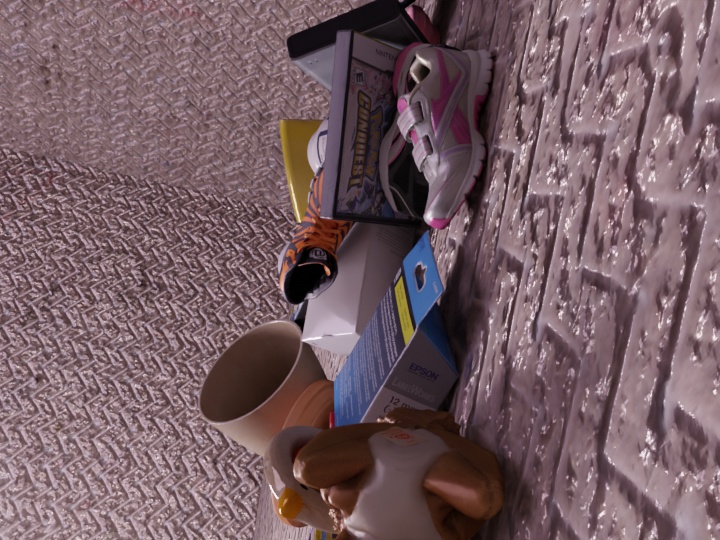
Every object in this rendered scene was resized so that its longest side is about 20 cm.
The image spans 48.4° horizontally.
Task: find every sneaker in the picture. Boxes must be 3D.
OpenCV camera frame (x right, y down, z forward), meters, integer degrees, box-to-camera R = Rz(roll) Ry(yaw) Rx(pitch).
[{"bbox_3d":[0.075,-0.137,0.803,0.082,0.087,0.203,119,160,-65],"label":"sneaker"},{"bbox_3d":[0.075,-0.155,0.891,0.086,0.079,0.204,10,101,55],"label":"sneaker"},{"bbox_3d":[-0.036,-0.044,0.940,0.112,0.076,0.202,-104,36,-67],"label":"sneaker"}]

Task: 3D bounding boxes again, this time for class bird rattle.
[{"bbox_3d":[-0.019,0.202,0.798,0.113,0.161,0.201,-53,29,26],"label":"bird rattle"}]

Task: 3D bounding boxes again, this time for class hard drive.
[{"bbox_3d":[0.010,-0.264,0.985,0.200,0.137,0.033,9,-115,-71],"label":"hard drive"}]

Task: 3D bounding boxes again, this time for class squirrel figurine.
[{"bbox_3d":[0.029,0.210,0.599,0.200,0.139,0.190,-45,-42,-79],"label":"squirrel figurine"}]

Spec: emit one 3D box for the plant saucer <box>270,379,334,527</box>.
[{"bbox_3d":[-0.057,0.254,1.105,0.200,0.032,0.204,-37,-47,-55],"label":"plant saucer"}]

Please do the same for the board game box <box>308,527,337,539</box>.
[{"bbox_3d":[-0.055,0.452,1.013,0.201,0.056,0.167,-89,15,-55],"label":"board game box"}]

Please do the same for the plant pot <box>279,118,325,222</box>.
[{"bbox_3d":[-0.049,-0.180,1.443,0.200,0.196,0.180,-119,30,-78],"label":"plant pot"}]

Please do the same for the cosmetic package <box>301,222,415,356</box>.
[{"bbox_3d":[0.000,0.000,1.024,0.107,0.084,0.204,-9,66,45],"label":"cosmetic package"}]

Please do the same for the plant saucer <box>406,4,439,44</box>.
[{"bbox_3d":[0.072,-0.281,1.176,0.200,0.050,0.204,-167,90,-82],"label":"plant saucer"}]

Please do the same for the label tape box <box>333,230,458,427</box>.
[{"bbox_3d":[0.044,0.081,0.774,0.202,0.065,0.144,-59,14,20],"label":"label tape box"}]

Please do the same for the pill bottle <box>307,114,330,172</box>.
[{"bbox_3d":[0.004,-0.170,1.088,0.199,0.109,0.113,2,79,63],"label":"pill bottle"}]

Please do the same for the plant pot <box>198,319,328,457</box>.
[{"bbox_3d":[-0.109,0.210,1.200,0.185,0.201,0.189,-25,33,18],"label":"plant pot"}]

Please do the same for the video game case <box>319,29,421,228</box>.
[{"bbox_3d":[0.026,-0.156,0.929,0.179,0.025,0.204,1,-84,-54],"label":"video game case"}]

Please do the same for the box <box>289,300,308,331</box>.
[{"bbox_3d":[-0.066,0.002,1.181,0.200,0.039,0.139,120,160,-60],"label":"box"}]

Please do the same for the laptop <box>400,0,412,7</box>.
[{"bbox_3d":[0.081,-0.448,1.129,0.199,0.104,0.177,-35,12,2],"label":"laptop"}]
